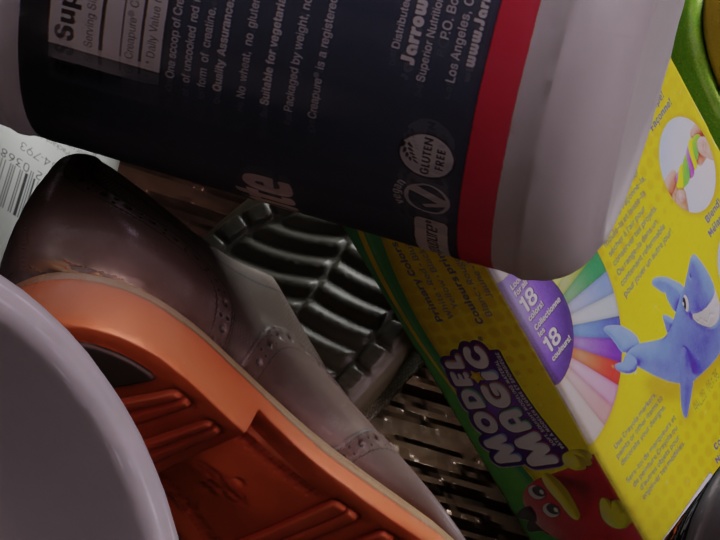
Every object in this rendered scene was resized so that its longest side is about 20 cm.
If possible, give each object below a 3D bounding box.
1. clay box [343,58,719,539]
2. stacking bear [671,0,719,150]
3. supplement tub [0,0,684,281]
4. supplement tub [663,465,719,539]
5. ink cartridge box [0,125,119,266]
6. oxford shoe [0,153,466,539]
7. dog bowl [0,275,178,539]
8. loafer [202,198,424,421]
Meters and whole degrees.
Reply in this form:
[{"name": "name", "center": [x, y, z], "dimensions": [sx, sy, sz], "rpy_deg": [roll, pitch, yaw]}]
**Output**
[{"name": "clay box", "center": [0.070, 0.007, 0.850], "dimensions": [0.115, 0.048, 0.200], "rpy_deg": [-50, 117, -40]}, {"name": "stacking bear", "center": [0.151, -0.062, 0.960], "dimensions": [0.121, 0.200, 0.114], "rpy_deg": [18, 54, -34]}, {"name": "supplement tub", "center": [-0.020, -0.088, 0.713], "dimensions": [0.199, 0.141, 0.141], "rpy_deg": [16, 46, 8]}, {"name": "supplement tub", "center": [0.129, 0.097, 0.719], "dimensions": [0.122, 0.200, 0.123], "rpy_deg": [1, 71, -4]}, {"name": "ink cartridge box", "center": [-0.140, 0.016, 0.742], "dimensions": [0.116, 0.067, 0.200], "rpy_deg": [33, 46, -23]}, {"name": "oxford shoe", "center": [-0.020, 0.043, 0.768], "dimensions": [0.200, 0.071, 0.073], "rpy_deg": [46, 36, -39]}, {"name": "dog bowl", "center": [-0.117, 0.081, 0.616], "dimensions": [0.200, 0.059, 0.201], "rpy_deg": [12, 73, -45]}, {"name": "loafer", "center": [0.000, 0.000, 0.876], "dimensions": [0.076, 0.068, 0.200], "rpy_deg": [24, 57, 19]}]
